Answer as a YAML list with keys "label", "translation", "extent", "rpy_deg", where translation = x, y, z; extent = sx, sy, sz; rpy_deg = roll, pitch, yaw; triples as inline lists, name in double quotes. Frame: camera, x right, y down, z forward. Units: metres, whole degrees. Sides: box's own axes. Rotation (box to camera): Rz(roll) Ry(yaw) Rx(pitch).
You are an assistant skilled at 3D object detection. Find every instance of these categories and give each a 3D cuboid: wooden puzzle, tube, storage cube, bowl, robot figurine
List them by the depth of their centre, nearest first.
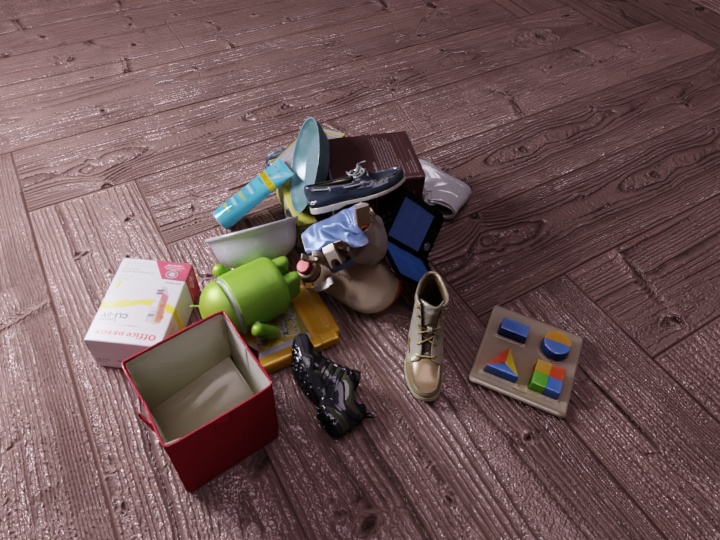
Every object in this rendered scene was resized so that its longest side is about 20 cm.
- label: "storage cube"
  translation: [-0.248, 0.211, 0.891]
  extent: [0.199, 0.181, 0.171]
  rpy_deg: [-28, 56, -25]
- label: "robot figurine"
  translation: [-0.211, 0.050, 1.033]
  extent: [0.199, 0.116, 0.176]
  rpy_deg: [-28, 65, -26]
- label: "wooden puzzle"
  translation: [0.323, 0.161, 1.055]
  extent: [0.184, 0.047, 0.201]
  rpy_deg: [20, 51, 14]
- label: "bowl"
  translation: [-0.215, -0.047, 1.146]
  extent: [0.199, 0.091, 0.201]
  rpy_deg: [-13, 7, 2]
- label: "tube"
  translation: [-0.243, -0.174, 1.251]
  extent: [0.200, 0.050, 0.078]
  rpy_deg: [-39, 58, 0]

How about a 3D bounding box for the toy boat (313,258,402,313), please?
- label: "toy boat"
  translation: [0.000, 0.000, 1.144]
  extent: [0.199, 0.131, 0.130]
  rpy_deg: [30, 25, 21]

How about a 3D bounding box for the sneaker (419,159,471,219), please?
- label: "sneaker"
  translation: [0.159, -0.197, 1.335]
  extent: [0.199, 0.074, 0.116]
  rpy_deg: [26, 50, 16]

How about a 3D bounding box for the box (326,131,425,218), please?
- label: "box"
  translation: [0.022, -0.185, 1.213]
  extent: [0.198, 0.167, 0.165]
  rpy_deg: [-7, 50, -10]

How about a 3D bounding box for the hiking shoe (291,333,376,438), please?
- label: "hiking shoe"
  translation: [-0.053, 0.196, 0.991]
  extent: [0.100, 0.076, 0.201]
  rpy_deg: [-18, 65, -28]

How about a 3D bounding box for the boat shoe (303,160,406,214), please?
- label: "boat shoe"
  translation: [-0.011, -0.167, 1.060]
  extent: [0.198, 0.062, 0.075]
  rpy_deg: [-17, 22, 1]

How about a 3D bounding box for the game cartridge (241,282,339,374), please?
- label: "game cartridge"
  translation: [-0.160, 0.105, 1.084]
  extent: [0.199, 0.033, 0.177]
  rpy_deg: [-22, 54, -19]

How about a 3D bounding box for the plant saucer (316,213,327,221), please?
- label: "plant saucer"
  translation: [-0.003, -0.106, 1.274]
  extent: [0.198, 0.032, 0.202]
  rpy_deg: [2, 49, -2]

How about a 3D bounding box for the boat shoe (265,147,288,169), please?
- label: "boat shoe"
  translation: [-0.142, -0.269, 1.379]
  extent: [0.198, 0.071, 0.091]
  rpy_deg: [-6, 51, -7]

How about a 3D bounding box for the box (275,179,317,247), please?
- label: "box"
  translation: [-0.152, -0.150, 1.276]
  extent: [0.050, 0.076, 0.201]
  rpy_deg: [-14, 51, -15]

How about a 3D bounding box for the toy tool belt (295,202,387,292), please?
- label: "toy tool belt"
  translation: [-0.053, -0.053, 1.019]
  extent: [0.199, 0.123, 0.126]
  rpy_deg: [-28, 61, 12]

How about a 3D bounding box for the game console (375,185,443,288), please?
- label: "game console"
  translation: [0.121, -0.057, 1.119]
  extent: [0.118, 0.199, 0.174]
  rpy_deg: [25, 90, 42]

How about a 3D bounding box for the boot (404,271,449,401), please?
- label: "boot"
  translation: [0.124, 0.119, 1.007]
  extent: [0.071, 0.155, 0.201]
  rpy_deg: [5, 49, 1]

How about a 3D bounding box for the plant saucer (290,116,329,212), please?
- label: "plant saucer"
  translation: [-0.106, -0.221, 1.173]
  extent: [0.036, 0.201, 0.201]
  rpy_deg: [5, 47, -22]

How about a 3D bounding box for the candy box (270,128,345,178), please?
- label: "candy box"
  translation: [-0.123, -0.288, 1.336]
  extent: [0.101, 0.027, 0.200]
  rpy_deg: [16, 46, 19]

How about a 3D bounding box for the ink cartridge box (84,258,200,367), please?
- label: "ink cartridge box"
  translation: [-0.411, 0.081, 1.055]
  extent: [0.144, 0.084, 0.201]
  rpy_deg: [5, 49, 1]
